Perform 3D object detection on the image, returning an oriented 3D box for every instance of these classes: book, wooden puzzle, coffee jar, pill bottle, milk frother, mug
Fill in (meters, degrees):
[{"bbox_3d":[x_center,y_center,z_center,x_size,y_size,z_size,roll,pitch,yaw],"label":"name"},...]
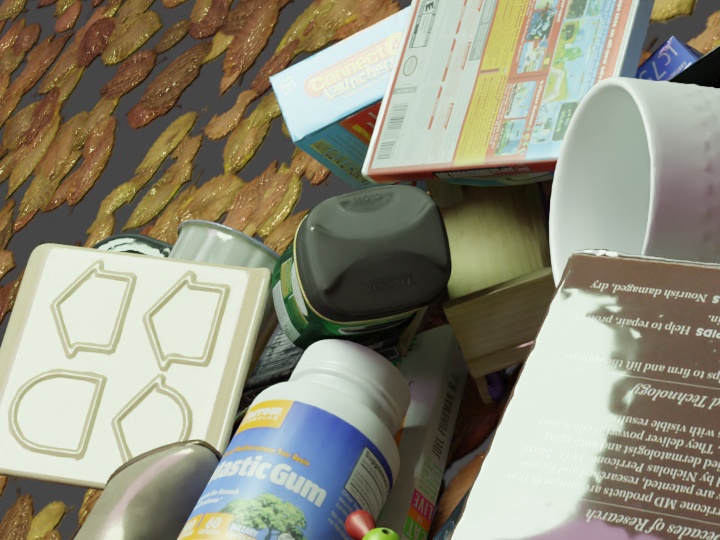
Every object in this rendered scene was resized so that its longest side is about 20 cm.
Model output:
[{"bbox_3d":[0.007,0.140,1.693,0.133,0.048,0.200,-22,38,36],"label":"book"},{"bbox_3d":[-0.170,0.077,1.718,0.200,0.046,0.186,5,62,19],"label":"wooden puzzle"},{"bbox_3d":[0.000,0.000,1.620,0.200,0.104,0.085,132,126,-78],"label":"coffee jar"},{"bbox_3d":[-0.041,0.145,1.587,0.112,0.112,0.200,-20,33,47],"label":"pill bottle"},{"bbox_3d":[-0.154,0.041,1.886,0.188,0.180,0.200,-64,5,-22],"label":"milk frother"},{"bbox_3d":[0.214,-0.007,1.396,0.148,0.175,0.200,-125,43,-63],"label":"mug"}]

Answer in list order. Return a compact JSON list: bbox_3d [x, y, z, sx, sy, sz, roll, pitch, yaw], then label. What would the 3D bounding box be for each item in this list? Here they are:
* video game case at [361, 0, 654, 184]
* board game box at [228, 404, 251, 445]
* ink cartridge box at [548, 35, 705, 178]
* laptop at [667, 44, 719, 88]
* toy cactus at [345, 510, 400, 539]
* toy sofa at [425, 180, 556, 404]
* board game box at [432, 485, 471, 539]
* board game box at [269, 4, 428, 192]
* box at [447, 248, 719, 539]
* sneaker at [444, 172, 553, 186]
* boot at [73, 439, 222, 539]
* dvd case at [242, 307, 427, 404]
[{"bbox_3d":[0.095,-0.127,1.537,0.200,0.017,0.143,-2,64,44],"label":"video game case"},{"bbox_3d":[-0.139,0.191,1.779,0.200,0.057,0.165,-40,4,22],"label":"board game box"},{"bbox_3d":[0.188,-0.092,1.556,0.119,0.042,0.200,-45,-14,13],"label":"ink cartridge box"},{"bbox_3d":[0.285,-0.148,1.467,0.187,0.116,0.200,-35,15,30],"label":"laptop"},{"bbox_3d":[0.006,0.256,1.447,0.165,0.102,0.200,17,87,55],"label":"toy cactus"},{"bbox_3d":[0.102,-0.004,1.692,0.083,0.098,0.200,-19,33,8],"label":"toy sofa"},{"bbox_3d":[0.096,0.204,1.467,0.136,0.035,0.200,-54,26,-4],"label":"board game box"},{"bbox_3d":[0.062,-0.131,1.721,0.196,0.200,0.056,-25,70,13],"label":"board game box"},{"bbox_3d":[0.174,0.120,1.250,0.164,0.166,0.200,7,59,33],"label":"box"},{"bbox_3d":[0.132,-0.091,1.652,0.072,0.200,0.072,-117,23,-67],"label":"sneaker"},{"bbox_3d":[-0.174,0.213,1.597,0.200,0.070,0.146,-46,12,32],"label":"boot"},{"bbox_3d":[0.002,0.017,1.817,0.149,0.016,0.200,-19,29,34],"label":"dvd case"}]
